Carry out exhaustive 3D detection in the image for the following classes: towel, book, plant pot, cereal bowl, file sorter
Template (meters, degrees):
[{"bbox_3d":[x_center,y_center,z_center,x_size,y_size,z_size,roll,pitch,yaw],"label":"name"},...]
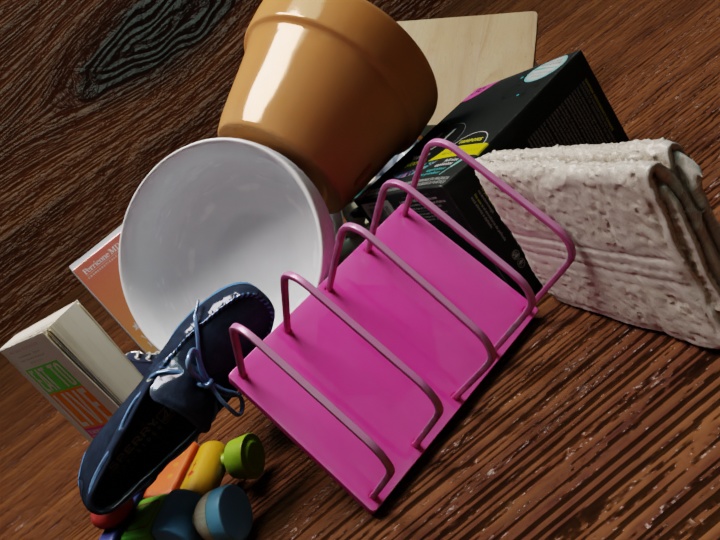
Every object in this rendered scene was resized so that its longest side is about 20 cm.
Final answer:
[{"bbox_3d":[0.155,-0.023,0.443,0.034,0.133,0.200,-38,19,-10],"label":"towel"},{"bbox_3d":[-0.274,0.135,0.725,0.133,0.200,0.048,-20,25,41],"label":"book"},{"bbox_3d":[-0.044,-0.150,0.662,0.200,0.200,0.140,-4,52,58],"label":"plant pot"},{"bbox_3d":[-0.108,-0.012,0.611,0.200,0.201,0.083,-30,-10,18],"label":"cereal bowl"},{"bbox_3d":[0.027,0.031,0.466,0.200,0.139,0.126,-45,-14,-23],"label":"file sorter"}]

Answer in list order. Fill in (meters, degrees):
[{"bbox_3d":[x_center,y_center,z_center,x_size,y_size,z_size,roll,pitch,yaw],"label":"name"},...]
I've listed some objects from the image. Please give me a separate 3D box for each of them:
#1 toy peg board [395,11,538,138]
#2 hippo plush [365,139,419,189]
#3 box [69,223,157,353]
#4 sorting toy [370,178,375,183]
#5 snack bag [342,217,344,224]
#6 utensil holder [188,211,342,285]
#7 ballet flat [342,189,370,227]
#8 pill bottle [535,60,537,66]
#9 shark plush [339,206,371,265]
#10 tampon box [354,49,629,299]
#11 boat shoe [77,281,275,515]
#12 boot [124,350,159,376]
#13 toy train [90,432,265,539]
[{"bbox_3d":[0.119,-0.219,0.874,0.198,0.098,0.201,2,54,17],"label":"toy peg board"},{"bbox_3d":[0.046,-0.174,0.949,0.200,0.161,0.159,-42,19,-15],"label":"hippo plush"},{"bbox_3d":[-0.331,0.024,1.088,0.152,0.200,0.106,-43,20,-16],"label":"box"},{"bbox_3d":[-0.012,-0.223,1.137,0.200,0.180,0.107,-10,32,52],"label":"sorting toy"},{"bbox_3d":[-0.046,-0.110,0.938,0.021,0.190,0.200,-9,15,-6],"label":"snack bag"},{"bbox_3d":[-0.127,-0.018,0.790,0.170,0.170,0.200,-47,-2,-28],"label":"utensil holder"},{"bbox_3d":[0.060,-0.076,0.853,0.199,0.063,0.067,-2,16,43],"label":"ballet flat"},{"bbox_3d":[0.192,-0.291,1.039,0.115,0.116,0.200,-33,20,11],"label":"pill bottle"},{"bbox_3d":[0.000,0.000,0.832,0.083,0.091,0.200,-29,-15,-52],"label":"shark plush"},{"bbox_3d":[0.127,-0.083,0.645,0.200,0.126,0.150,-45,20,-22],"label":"tampon box"},{"bbox_3d":[-0.128,0.101,0.516,0.200,0.084,0.069,-56,21,-3],"label":"boat shoe"},{"bbox_3d":[-0.269,0.128,0.903,0.073,0.090,0.200,-25,22,32],"label":"boot"},{"bbox_3d":[-0.133,0.167,0.601,0.115,0.085,0.200,-19,24,18],"label":"toy train"}]
